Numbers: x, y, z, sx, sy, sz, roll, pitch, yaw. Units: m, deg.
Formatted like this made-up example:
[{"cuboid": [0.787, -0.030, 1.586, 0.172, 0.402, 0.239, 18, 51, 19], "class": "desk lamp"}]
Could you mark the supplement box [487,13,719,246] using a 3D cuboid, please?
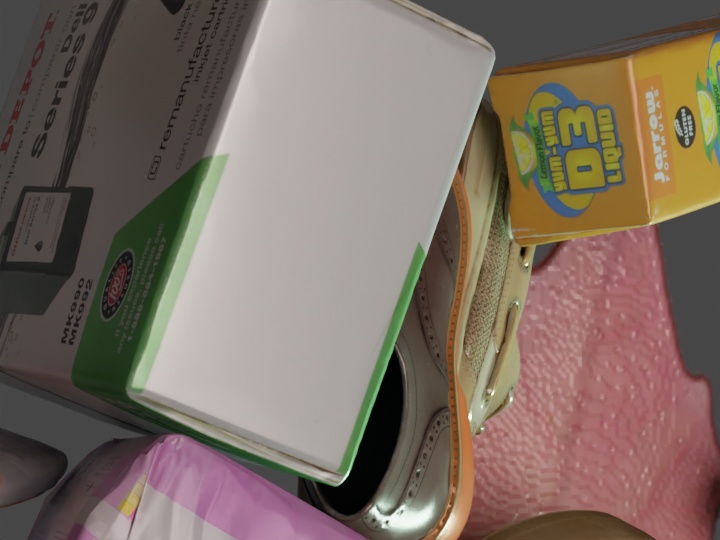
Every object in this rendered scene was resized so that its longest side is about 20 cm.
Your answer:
[{"cuboid": [0.131, -0.062, 0.999, 0.200, 0.069, 0.067, -19, 102, -49], "class": "supplement box"}]

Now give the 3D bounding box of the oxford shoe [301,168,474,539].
[{"cuboid": [0.000, 0.000, 0.900, 0.073, 0.071, 0.201, 39, 39, -67], "class": "oxford shoe"}]

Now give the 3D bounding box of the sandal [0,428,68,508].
[{"cuboid": [-0.150, 0.081, 0.824, 0.207, 0.079, 0.060, 8, 99, -73], "class": "sandal"}]

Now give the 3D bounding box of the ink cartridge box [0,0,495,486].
[{"cuboid": [-0.058, -0.020, 0.852, 0.084, 0.200, 0.147, 23, 81, -26], "class": "ink cartridge box"}]

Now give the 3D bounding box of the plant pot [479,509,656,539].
[{"cuboid": [0.081, 0.200, 0.972, 0.200, 0.093, 0.202, -21, 124, -34], "class": "plant pot"}]

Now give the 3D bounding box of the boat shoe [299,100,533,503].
[{"cuboid": [0.032, 0.034, 0.975, 0.064, 0.071, 0.201, 18, 85, -37], "class": "boat shoe"}]

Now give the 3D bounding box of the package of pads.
[{"cuboid": [-0.045, 0.107, 0.830, 0.120, 0.200, 0.076, 34, 81, -7], "class": "package of pads"}]
